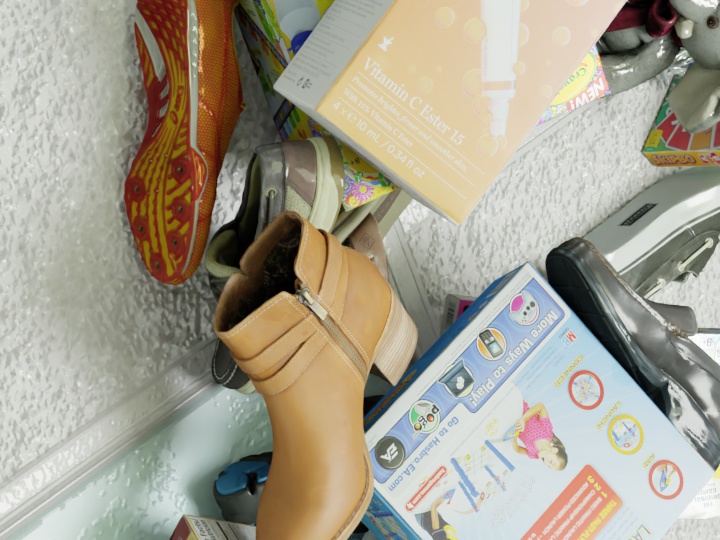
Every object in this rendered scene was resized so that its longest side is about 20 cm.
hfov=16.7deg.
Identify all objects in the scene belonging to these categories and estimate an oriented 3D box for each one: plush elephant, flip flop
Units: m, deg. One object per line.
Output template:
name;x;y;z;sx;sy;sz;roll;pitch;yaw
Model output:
plush elephant;0.230;-0.194;1.813;0.199;0.154;0.166;31;71;-37
flip flop;0.000;0.000;1.666;0.200;0.057;0.081;-56;165;-31

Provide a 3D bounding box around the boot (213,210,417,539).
boot;-0.041;0.076;1.508;0.201;0.076;0.155;-62;143;-13

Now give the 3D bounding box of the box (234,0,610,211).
box;0.030;-0.174;1.617;0.199;0.122;0.194;-25;109;-11

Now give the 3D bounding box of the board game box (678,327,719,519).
board game box;0.167;0.107;1.742;0.198;0.034;0.136;1;96;-15

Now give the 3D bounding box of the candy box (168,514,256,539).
candy box;-0.056;0.232;1.607;0.199;0.057;0.117;14;116;-39

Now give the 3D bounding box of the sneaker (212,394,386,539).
sneaker;-0.010;0.144;1.676;0.199;0.073;0.083;-22;110;-28

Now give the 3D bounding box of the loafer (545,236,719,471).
loafer;0.199;0.048;1.695;0.072;0.073;0.200;-44;114;-17

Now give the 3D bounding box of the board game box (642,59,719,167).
board game box;0.296;-0.170;1.912;0.030;0.095;0.201;42;65;-33

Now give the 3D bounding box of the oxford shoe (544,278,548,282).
oxford shoe;0.154;0.099;1.826;0.073;0.071;0.202;-20;101;-18

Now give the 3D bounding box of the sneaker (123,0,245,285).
sneaker;-0.104;-0.090;1.582;0.077;0.073;0.202;7;89;-49

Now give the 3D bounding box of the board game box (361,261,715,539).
board game box;0.106;0.134;1.642;0.196;0.056;0.200;48;64;-5

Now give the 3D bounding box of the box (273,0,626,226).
box;0.061;-0.150;1.514;0.124;0.097;0.201;36;90;-22

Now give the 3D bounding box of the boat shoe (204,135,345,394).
boat shoe;-0.069;-0.006;1.575;0.065;0.072;0.202;8;130;-21

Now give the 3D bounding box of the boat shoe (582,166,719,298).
boat shoe;0.236;-0.024;1.887;0.199;0.070;0.064;-31;111;-29

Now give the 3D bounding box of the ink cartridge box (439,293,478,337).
ink cartridge box;0.150;0.079;1.770;0.198;0.037;0.096;9;94;-18
